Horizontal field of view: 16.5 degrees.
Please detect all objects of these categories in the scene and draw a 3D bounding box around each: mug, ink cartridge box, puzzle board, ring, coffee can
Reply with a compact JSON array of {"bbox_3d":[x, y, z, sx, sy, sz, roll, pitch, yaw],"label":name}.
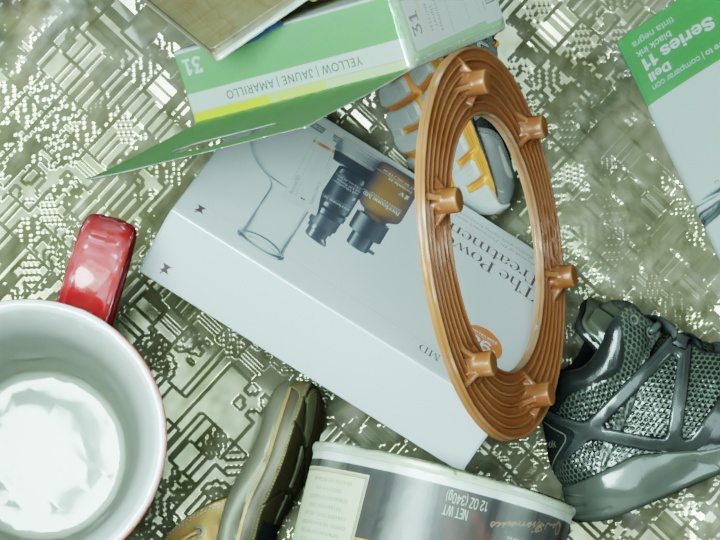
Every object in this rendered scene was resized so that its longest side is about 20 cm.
[{"bbox_3d":[-0.150,0.078,1.274,0.177,0.200,0.134,-42,88,-9],"label":"mug"},{"bbox_3d":[-0.035,-0.104,1.259,0.145,0.200,0.048,-12,99,35],"label":"ink cartridge box"},{"bbox_3d":[-0.046,-0.178,1.327,0.150,0.200,0.017,-34,119,-8],"label":"puzzle board"},{"bbox_3d":[0.073,-0.014,1.261,0.019,0.200,0.202,-8,83,23],"label":"ring"},{"bbox_3d":[0.229,-0.037,1.304,0.083,0.146,0.201,-31,57,16],"label":"ink cartridge box"},{"bbox_3d":[0.020,0.204,1.300,0.145,0.146,0.202,14,82,-3],"label":"coffee can"}]

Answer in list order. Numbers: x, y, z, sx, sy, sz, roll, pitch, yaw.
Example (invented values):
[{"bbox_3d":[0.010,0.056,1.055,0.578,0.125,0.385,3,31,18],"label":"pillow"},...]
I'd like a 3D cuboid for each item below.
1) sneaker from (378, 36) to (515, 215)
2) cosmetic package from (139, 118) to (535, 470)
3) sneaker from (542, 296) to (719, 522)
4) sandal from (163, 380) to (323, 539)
[{"bbox_3d":[0.047,-0.128,1.381,0.077,0.078,0.201,-23,93,-27],"label":"sneaker"},{"bbox_3d":[0.000,0.000,1.326,0.199,0.052,0.151,32,37,-1],"label":"cosmetic package"},{"bbox_3d":[0.189,0.053,1.367,0.198,0.076,0.115,-21,92,-1],"label":"sneaker"},{"bbox_3d":[-0.078,0.148,1.338,0.054,0.080,0.201,20,80,14],"label":"sandal"}]
